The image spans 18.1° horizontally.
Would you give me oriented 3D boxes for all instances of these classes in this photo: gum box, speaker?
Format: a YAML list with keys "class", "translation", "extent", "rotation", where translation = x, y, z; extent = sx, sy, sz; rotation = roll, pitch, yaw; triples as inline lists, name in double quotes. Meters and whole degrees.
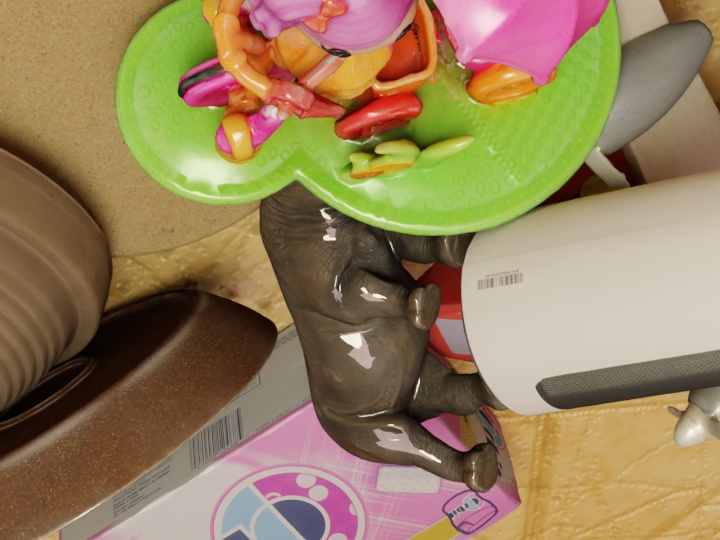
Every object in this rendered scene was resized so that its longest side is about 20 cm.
- class: "gum box"
  translation: [-0.040, 0.107, 1.069]
  extent: [0.199, 0.066, 0.114]
  rotation: [-32, 122, 15]
- class: "speaker"
  translation: [0.139, 0.001, 0.828]
  extent: [0.199, 0.082, 0.081]
  rotation: [-11, 131, 34]

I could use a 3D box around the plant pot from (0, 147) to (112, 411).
- class: "plant pot"
  translation: [-0.206, 0.017, 0.915]
  extent: [0.199, 0.093, 0.201]
  rotation: [9, 154, 4]

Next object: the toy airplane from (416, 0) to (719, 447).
- class: "toy airplane"
  translation: [0.140, -0.018, 0.959]
  extent: [0.199, 0.142, 0.200]
  rotation: [16, 121, -17]

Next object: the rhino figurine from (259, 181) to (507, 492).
- class: "rhino figurine"
  translation: [0.000, 0.000, 0.925]
  extent: [0.087, 0.060, 0.201]
  rotation: [5, 127, 34]

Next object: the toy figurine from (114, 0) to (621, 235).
- class: "toy figurine"
  translation: [0.010, -0.096, 0.780]
  extent: [0.198, 0.184, 0.151]
  rotation: [-14, 82, -7]

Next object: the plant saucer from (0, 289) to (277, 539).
- class: "plant saucer"
  translation: [-0.128, 0.064, 0.959]
  extent: [0.199, 0.200, 0.035]
  rotation: [-29, 104, 13]

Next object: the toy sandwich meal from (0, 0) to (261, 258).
- class: "toy sandwich meal"
  translation: [-0.100, -0.095, 0.924]
  extent: [0.204, 0.070, 0.206]
  rotation: [-11, 131, -13]
